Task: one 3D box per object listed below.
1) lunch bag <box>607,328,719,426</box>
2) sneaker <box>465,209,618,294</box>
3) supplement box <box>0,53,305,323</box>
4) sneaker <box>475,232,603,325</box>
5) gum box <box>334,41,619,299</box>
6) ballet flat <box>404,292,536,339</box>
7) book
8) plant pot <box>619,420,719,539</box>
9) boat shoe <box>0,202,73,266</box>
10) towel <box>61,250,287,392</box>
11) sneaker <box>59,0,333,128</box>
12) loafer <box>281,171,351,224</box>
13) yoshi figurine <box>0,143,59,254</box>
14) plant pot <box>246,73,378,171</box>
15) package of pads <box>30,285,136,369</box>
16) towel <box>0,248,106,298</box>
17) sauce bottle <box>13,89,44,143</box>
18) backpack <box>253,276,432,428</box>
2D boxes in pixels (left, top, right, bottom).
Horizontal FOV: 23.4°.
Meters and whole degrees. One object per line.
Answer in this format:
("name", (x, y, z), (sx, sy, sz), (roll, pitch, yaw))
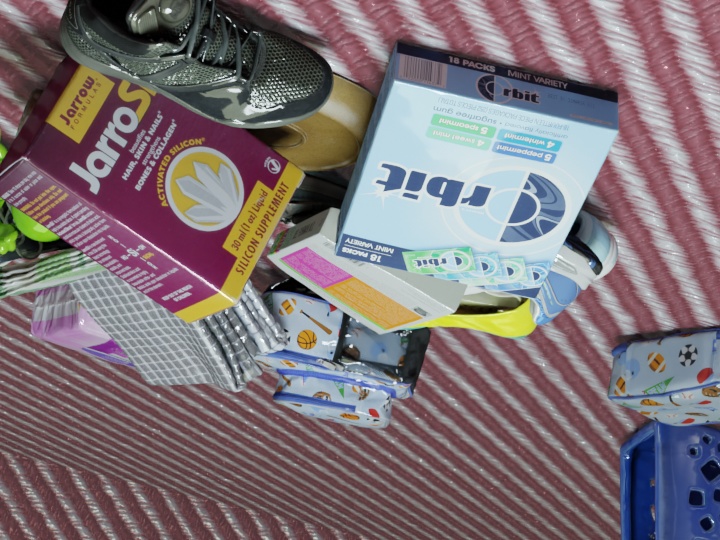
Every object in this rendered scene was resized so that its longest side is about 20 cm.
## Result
("lunch bag", (0.371, 0.118, 1.860), (0.160, 0.076, 0.199), (21, 160, -40))
("sneaker", (0.122, -0.030, 1.532), (0.199, 0.074, 0.082), (-7, 151, 22))
("supplement box", (-0.165, -0.071, 1.349), (0.200, 0.131, 0.103), (34, 156, -18))
("sneaker", (0.101, -0.028, 1.437), (0.199, 0.077, 0.076), (33, -166, -5))
("gum box", (0.083, -0.070, 1.316), (0.169, 0.045, 0.200), (12, 140, -8))
("ballet flat", (0.085, 0.024, 1.752), (0.199, 0.067, 0.067), (7, 142, 0))
("book", (0.000, 0.000, 1.509), (0.133, 0.048, 0.200), (29, 168, -12))
("plant pot", (0.444, 0.310, 2.252), (0.179, 0.201, 0.200), (4, 164, -5))
("boat shoe", (-0.317, -0.043, 1.651), (0.199, 0.075, 0.062), (-3, 163, -29))
("towel", (-0.194, 0.038, 1.770), (0.165, 0.086, 0.201), (-7, 126, 40))
("sneaker", (-0.107, -0.157, 1.211), (0.198, 0.077, 0.114), (19, 168, -12))
("loafer", (-0.099, -0.065, 1.537), (0.199, 0.063, 0.072), (13, 163, -9))
("yoshi figurine", (-0.334, -0.075, 1.571), (0.199, 0.113, 0.113), (8, 157, -4))
("plant pot", (-0.073, -0.121, 1.400), (0.199, 0.028, 0.200), (8, 163, 3))
("package of pads", (-0.277, 0.067, 2.057), (0.199, 0.076, 0.120), (22, 161, -35))
("towel", (-0.226, -0.022, 1.599), (0.199, 0.031, 0.149), (-18, 180, 23))
("sauce bottle", (-0.190, -0.094, 1.466), (0.199, 0.065, 0.065), (18, 162, -10))
("backpack", (-0.028, 0.087, 1.873), (0.189, 0.155, 0.200), (19, 167, 4))
